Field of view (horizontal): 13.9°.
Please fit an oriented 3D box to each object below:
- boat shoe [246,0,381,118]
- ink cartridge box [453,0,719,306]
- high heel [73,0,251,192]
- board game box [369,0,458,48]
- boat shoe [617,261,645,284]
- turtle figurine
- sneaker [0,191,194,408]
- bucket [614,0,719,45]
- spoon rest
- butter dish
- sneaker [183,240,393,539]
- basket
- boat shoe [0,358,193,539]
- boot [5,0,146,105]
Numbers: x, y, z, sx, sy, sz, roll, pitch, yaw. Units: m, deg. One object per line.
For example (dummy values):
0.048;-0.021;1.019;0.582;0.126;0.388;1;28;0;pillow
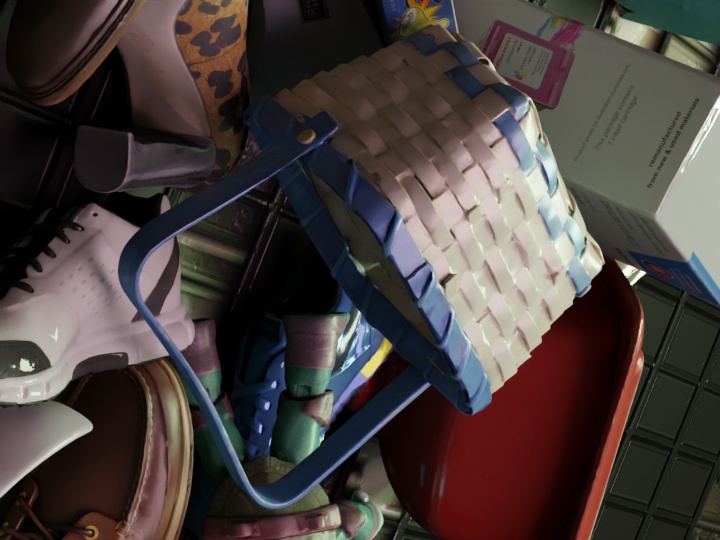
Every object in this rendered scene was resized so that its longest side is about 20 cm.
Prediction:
-0.027;-0.137;1.410;0.200;0.069;0.057;87;-7;-52;boat shoe
0.108;-0.074;1.556;0.085;0.200;0.145;-60;152;-7;ink cartridge box
-0.071;-0.132;1.342;0.143;0.071;0.200;-12;120;-70;high heel
0.014;-0.166;1.404;0.200;0.034;0.135;76;-1;-50;board game box
0.135;-0.004;1.812;0.072;0.061;0.201;42;65;-24;boat shoe
-0.048;0.122;1.450;0.150;0.101;0.200;-3;91;-26;turtle figurine
-0.146;0.012;1.311;0.200;0.074;0.080;-23;115;-60;sneaker
0.254;-0.221;1.781;0.207;0.135;0.207;-41;143;-42;bucket
-0.188;0.098;1.261;0.200;0.099;0.061;-15;80;-59;spoon rest
0.060;0.066;1.643;0.199;0.148;0.200;-109;-148;-67;butter dish
-0.051;0.071;1.527;0.200;0.066;0.078;-60;141;-16;sneaker
0.000;0.000;1.357;0.200;0.139;0.176;-38;134;-15;basket
-0.136;0.132;1.397;0.068;0.072;0.200;-4;117;-60;boat shoe
-0.125;-0.173;1.218;0.097;0.075;0.200;21;90;-46;boot
